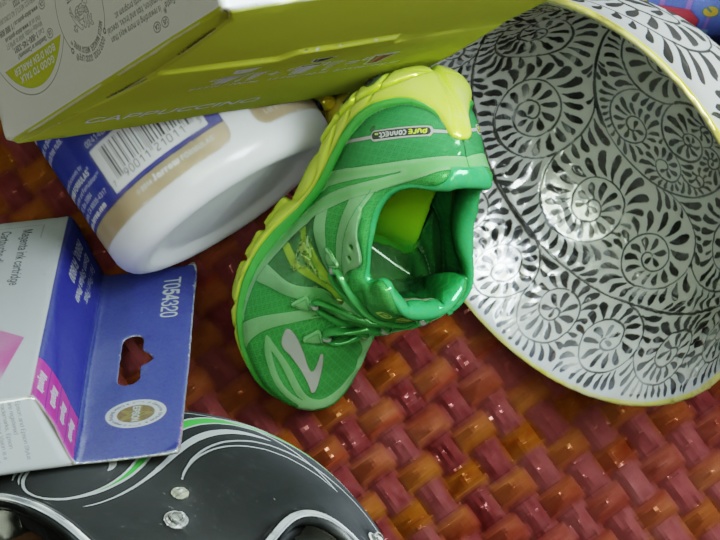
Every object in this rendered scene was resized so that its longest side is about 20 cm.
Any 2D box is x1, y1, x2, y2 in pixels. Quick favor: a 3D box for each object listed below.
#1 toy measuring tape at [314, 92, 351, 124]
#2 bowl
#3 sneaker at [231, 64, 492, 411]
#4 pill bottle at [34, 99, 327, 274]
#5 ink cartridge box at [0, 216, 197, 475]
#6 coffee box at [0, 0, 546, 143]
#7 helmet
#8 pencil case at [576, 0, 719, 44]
[{"bbox_3d":[0.008,-0.155,1.370,0.073,0.074,0.200,13,77,4],"label":"toy measuring tape"},{"bbox_3d":[0.120,-0.049,1.316,0.094,0.201,0.201,-35,83,-37],"label":"bowl"},{"bbox_3d":[0.000,0.000,1.299,0.074,0.200,0.084,-4,50,-28],"label":"sneaker"},{"bbox_3d":[-0.112,-0.109,1.343,0.116,0.116,0.200,-34,81,-1],"label":"pill bottle"},{"bbox_3d":[-0.175,0.033,1.298,0.200,0.196,0.043,-9,113,2],"label":"ink cartridge box"},{"bbox_3d":[-0.041,-0.178,1.199,0.199,0.200,0.198,-12,83,-33],"label":"coffee box"},{"bbox_3d":[-0.081,0.152,1.281,0.200,0.191,0.200,6,100,40],"label":"helmet"},{"bbox_3d":[0.141,-0.150,1.344,0.200,0.078,0.087,7,76,-3],"label":"pencil case"}]
